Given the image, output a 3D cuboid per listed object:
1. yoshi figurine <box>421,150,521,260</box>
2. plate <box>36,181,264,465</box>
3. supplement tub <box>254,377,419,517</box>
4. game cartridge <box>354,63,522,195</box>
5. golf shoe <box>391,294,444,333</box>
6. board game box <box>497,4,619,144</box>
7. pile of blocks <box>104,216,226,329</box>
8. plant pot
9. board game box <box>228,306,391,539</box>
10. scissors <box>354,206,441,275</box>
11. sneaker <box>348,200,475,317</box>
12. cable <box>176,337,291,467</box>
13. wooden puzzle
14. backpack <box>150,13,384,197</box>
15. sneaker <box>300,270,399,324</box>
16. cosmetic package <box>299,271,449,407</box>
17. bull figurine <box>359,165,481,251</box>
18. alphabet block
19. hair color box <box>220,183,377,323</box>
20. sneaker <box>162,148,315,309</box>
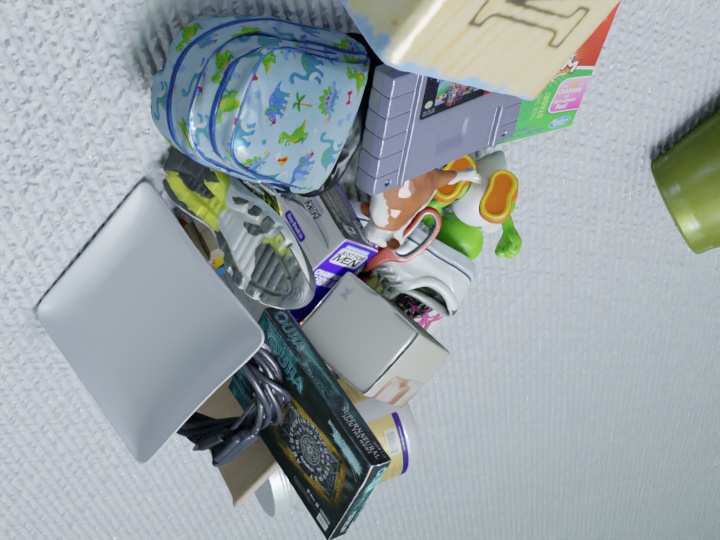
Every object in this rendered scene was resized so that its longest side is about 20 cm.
[{"bbox_3d":[0.117,-0.056,1.520,0.112,0.113,0.200,-17,170,2],"label":"yoshi figurine"},{"bbox_3d":[-0.199,0.050,1.341,0.200,0.200,0.032,-46,163,25],"label":"plate"},{"bbox_3d":[-0.042,0.218,1.771,0.200,0.145,0.145,-19,148,-18],"label":"supplement tub"},{"bbox_3d":[0.083,-0.154,1.287,0.200,0.038,0.130,-25,144,-38],"label":"game cartridge"},{"bbox_3d":[0.070,0.034,1.676,0.092,0.073,0.200,-13,156,-38],"label":"golf shoe"},{"bbox_3d":[0.169,-0.212,1.417,0.153,0.040,0.200,-17,147,-22],"label":"board game box"},{"bbox_3d":[-0.185,-0.007,1.402,0.200,0.062,0.082,-35,163,23],"label":"pile of blocks"},{"bbox_3d":[0.463,-0.117,1.694,0.193,0.201,0.200,-26,152,18],"label":"plant pot"},{"bbox_3d":[-0.054,0.149,1.385,0.028,0.200,0.135,-16,149,-36],"label":"board game box"},{"bbox_3d":[0.000,0.000,1.460,0.073,0.014,0.200,40,97,-17],"label":"scissors"},{"bbox_3d":[0.037,-0.012,1.498,0.200,0.071,0.073,25,157,-22],"label":"sneaker"},{"bbox_3d":[-0.148,0.102,1.397,0.051,0.163,0.200,-31,170,-41],"label":"cable"},{"bbox_3d":[-0.112,0.126,1.516,0.037,0.200,0.185,13,129,-46],"label":"wooden puzzle"},{"bbox_3d":[-0.082,-0.146,1.208,0.200,0.154,0.163,17,105,-35],"label":"backpack"},{"bbox_3d":[-0.039,0.023,1.559,0.200,0.078,0.090,-36,151,-12],"label":"sneaker"},{"bbox_3d":[0.017,0.077,1.470,0.087,0.103,0.200,-49,163,1],"label":"cosmetic package"},{"bbox_3d":[0.048,-0.114,1.376,0.121,0.065,0.200,-24,123,-22],"label":"bull figurine"},{"bbox_3d":[0.097,-0.280,1.105,0.196,0.195,0.200,3,137,-46],"label":"alphabet block"},{"bbox_3d":[-0.089,-0.002,1.438,0.200,0.109,0.065,-43,148,22],"label":"hair color box"},{"bbox_3d":[-0.095,-0.047,1.289,0.085,0.200,0.074,-4,139,-55],"label":"sneaker"}]
